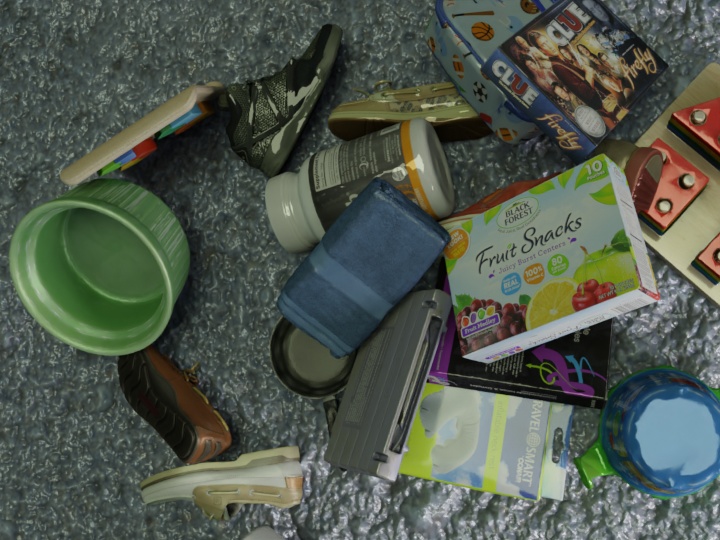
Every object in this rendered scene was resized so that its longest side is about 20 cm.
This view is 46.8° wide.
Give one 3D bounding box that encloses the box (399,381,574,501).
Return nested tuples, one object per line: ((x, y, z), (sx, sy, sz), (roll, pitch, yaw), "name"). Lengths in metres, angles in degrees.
((0.130, 0.178, 0.919), (0.198, 0.048, 0.124), (8, 83, 15), "box")

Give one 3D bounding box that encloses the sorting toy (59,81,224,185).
((-0.251, -0.164, 1.000), (0.184, 0.200, 0.037), (-31, 104, 8), "sorting toy")

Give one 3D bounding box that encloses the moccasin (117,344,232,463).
((-0.224, 0.147, 0.998), (0.201, 0.077, 0.074), (34, 107, 34), "moccasin")

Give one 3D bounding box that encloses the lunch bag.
((0.176, -0.252, 0.938), (0.159, 0.076, 0.201), (-28, 77, -19), "lunch bag")

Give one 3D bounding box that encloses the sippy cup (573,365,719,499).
((0.310, 0.164, 0.834), (0.139, 0.130, 0.179), (29, 90, 16), "sippy cup")

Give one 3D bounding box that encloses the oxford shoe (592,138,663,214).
((0.242, -0.039, 0.869), (0.074, 0.070, 0.202), (30, 100, 38), "oxford shoe")

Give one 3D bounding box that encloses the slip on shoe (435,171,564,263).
((0.157, -0.058, 0.944), (0.198, 0.074, 0.062), (-19, 42, 17), "slip on shoe")

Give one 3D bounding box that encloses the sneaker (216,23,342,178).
((-0.102, -0.225, 1.009), (0.113, 0.076, 0.201), (30, 94, -7), "sneaker")

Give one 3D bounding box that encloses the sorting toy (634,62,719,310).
((0.387, -0.095, 0.884), (0.200, 0.070, 0.199), (44, 94, 16), "sorting toy")

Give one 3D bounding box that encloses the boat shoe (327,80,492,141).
((0.060, -0.188, 0.983), (0.197, 0.073, 0.063), (-1, 72, 2), "boat shoe")

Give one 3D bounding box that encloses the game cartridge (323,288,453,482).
((0.029, 0.120, 0.901), (0.038, 0.129, 0.202), (25, 74, -20), "game cartridge")

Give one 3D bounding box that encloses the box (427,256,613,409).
((0.173, 0.066, 0.907), (0.198, 0.036, 0.144), (7, 62, 16), "box")

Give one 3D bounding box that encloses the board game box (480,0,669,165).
((0.226, -0.209, 0.859), (0.135, 0.035, 0.200), (44, 51, 3), "board game box")

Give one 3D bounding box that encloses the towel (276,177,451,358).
((0.000, 0.000, 0.906), (0.111, 0.049, 0.200), (39, 119, -5), "towel")

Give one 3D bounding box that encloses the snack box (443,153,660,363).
((0.181, -0.007, 0.831), (0.199, 0.053, 0.144), (-27, 58, 35), "snack box")

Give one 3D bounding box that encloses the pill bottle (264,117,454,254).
((-0.001, -0.090, 0.950), (0.198, 0.116, 0.118), (-17, 78, 18), "pill bottle")

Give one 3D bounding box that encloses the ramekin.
((-0.299, -0.010, 0.985), (0.197, 0.098, 0.202), (5, 119, 9), "ramekin")

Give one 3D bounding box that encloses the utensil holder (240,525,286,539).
((-0.075, 0.396, 0.878), (0.199, 0.170, 0.171), (35, 91, 19), "utensil holder")

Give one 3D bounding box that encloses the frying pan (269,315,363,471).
((-0.029, 0.122, 0.974), (0.115, 0.031, 0.191), (-38, 78, 5), "frying pan")

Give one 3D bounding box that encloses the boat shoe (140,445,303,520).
((-0.163, 0.255, 0.965), (0.198, 0.075, 0.069), (-14, 76, 12), "boat shoe")
